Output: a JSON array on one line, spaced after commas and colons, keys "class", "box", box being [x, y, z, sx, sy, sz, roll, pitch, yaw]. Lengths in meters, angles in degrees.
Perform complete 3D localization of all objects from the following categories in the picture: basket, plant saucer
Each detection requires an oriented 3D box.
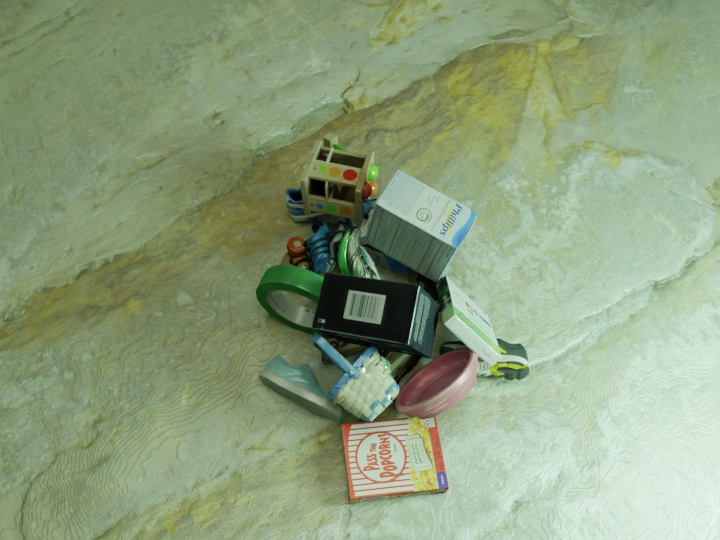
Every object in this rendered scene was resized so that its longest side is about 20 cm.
[{"class": "basket", "box": [-0.021, 0.205, 1.347, 0.200, 0.176, 0.139, 39, 82, 5]}, {"class": "plant saucer", "box": [0.164, 0.239, 1.382, 0.200, 0.200, 0.051, -40, 98, -24]}]

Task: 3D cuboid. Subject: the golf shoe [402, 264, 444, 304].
[{"class": "golf shoe", "box": [0.167, 0.001, 1.577, 0.088, 0.077, 0.200, -23, 76, -49]}]

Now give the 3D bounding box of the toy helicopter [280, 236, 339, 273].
[{"class": "toy helicopter", "box": [-0.087, 0.002, 1.565, 0.199, 0.079, 0.133, 5, 51, -15]}]

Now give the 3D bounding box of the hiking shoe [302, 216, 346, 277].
[{"class": "hiking shoe", "box": [-0.094, -0.030, 1.513, 0.086, 0.075, 0.201, 16, 50, -1]}]

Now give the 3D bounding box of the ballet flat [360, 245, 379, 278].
[{"class": "ballet flat", "box": [0.020, 0.031, 1.548, 0.071, 0.072, 0.201, -18, 73, -14]}]

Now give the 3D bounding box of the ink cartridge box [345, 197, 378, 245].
[{"class": "ink cartridge box", "box": [0.070, -0.130, 1.594, 0.199, 0.044, 0.094, -16, 64, -14]}]

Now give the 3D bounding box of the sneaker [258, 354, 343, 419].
[{"class": "sneaker", "box": [-0.114, 0.240, 1.418, 0.199, 0.074, 0.082, 28, 63, 11]}]

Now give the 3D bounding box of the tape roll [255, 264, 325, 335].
[{"class": "tape roll", "box": [-0.126, 0.066, 1.446, 0.199, 0.201, 0.048, 19, 60, 8]}]

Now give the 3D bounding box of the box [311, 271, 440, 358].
[{"class": "box", "box": [0.037, 0.091, 1.324, 0.196, 0.200, 0.118, 8, 78, 20]}]

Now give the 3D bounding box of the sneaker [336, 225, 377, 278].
[{"class": "sneaker", "box": [0.000, 0.000, 1.491, 0.085, 0.078, 0.201, -6, 91, 20]}]

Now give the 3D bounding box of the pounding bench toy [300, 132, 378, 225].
[{"class": "pounding bench toy", "box": [-0.033, -0.228, 1.548, 0.155, 0.124, 0.201, 12, 58, 8]}]

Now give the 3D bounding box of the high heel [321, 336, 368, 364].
[{"class": "high heel", "box": [0.014, 0.166, 1.443, 0.199, 0.072, 0.143, 7, 47, 39]}]

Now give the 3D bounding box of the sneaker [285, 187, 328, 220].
[{"class": "sneaker", "box": [-0.094, -0.181, 1.629, 0.199, 0.082, 0.074, -13, 41, 15]}]

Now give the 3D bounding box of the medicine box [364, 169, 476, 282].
[{"class": "medicine box", "box": [0.126, -0.093, 1.457, 0.199, 0.182, 0.103, 29, 66, 5]}]

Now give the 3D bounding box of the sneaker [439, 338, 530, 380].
[{"class": "sneaker", "box": [0.275, 0.189, 1.485, 0.199, 0.075, 0.085, 12, 34, 9]}]

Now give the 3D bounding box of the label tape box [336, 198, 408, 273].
[{"class": "label tape box", "box": [0.044, -0.092, 1.632, 0.199, 0.066, 0.144, 19, 60, 10]}]

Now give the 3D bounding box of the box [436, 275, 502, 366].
[{"class": "box", "box": [0.229, 0.105, 1.436, 0.144, 0.036, 0.200, 42, 16, -14]}]

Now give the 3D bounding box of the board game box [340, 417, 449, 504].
[{"class": "board game box", "box": [0.067, 0.382, 1.358, 0.199, 0.046, 0.152, -5, 59, -7]}]

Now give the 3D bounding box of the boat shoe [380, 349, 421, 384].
[{"class": "boat shoe", "box": [0.075, 0.192, 1.465, 0.076, 0.072, 0.200, 32, 62, 28]}]
